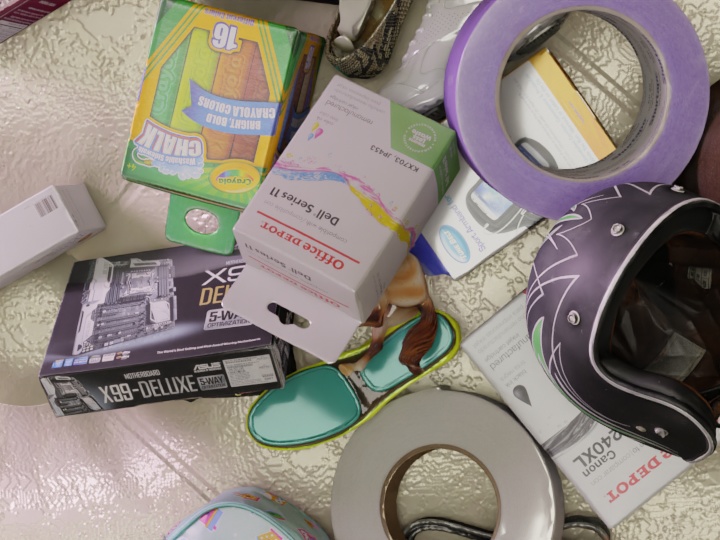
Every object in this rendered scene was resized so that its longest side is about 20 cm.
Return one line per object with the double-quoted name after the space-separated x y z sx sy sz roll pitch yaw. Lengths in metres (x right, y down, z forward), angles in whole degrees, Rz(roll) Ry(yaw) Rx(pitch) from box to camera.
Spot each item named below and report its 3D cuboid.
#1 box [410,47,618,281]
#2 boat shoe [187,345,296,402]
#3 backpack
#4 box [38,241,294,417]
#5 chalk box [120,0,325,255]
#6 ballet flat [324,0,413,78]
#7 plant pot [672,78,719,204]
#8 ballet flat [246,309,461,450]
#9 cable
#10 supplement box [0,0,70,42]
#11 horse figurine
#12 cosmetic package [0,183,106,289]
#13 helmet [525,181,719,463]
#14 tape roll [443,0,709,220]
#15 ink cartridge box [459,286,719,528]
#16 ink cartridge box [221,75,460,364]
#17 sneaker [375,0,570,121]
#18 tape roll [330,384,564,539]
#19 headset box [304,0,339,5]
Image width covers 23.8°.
0.110 -0.082 1.445 0.200 0.041 0.119 -35 88 12 "box"
-0.155 0.086 1.479 0.201 0.074 0.063 -8 121 8 "boat shoe"
-0.112 0.290 1.452 0.176 0.153 0.200 41 92 10 "backpack"
-0.156 0.043 1.438 0.199 0.158 0.050 -8 127 10 "box"
-0.118 -0.115 1.436 0.124 0.124 0.200 14 95 8 "chalk box"
0.023 -0.256 1.426 0.068 0.075 0.200 27 98 25 "ballet flat"
0.337 -0.076 1.326 0.186 0.200 0.187 1 94 10 "plant pot"
-0.002 0.097 1.457 0.200 0.067 0.067 -29 83 2 "ballet flat"
0.132 0.241 1.455 0.200 0.050 0.097 18 99 8 "cable"
-0.296 -0.278 1.475 0.200 0.086 0.111 -29 89 10 "supplement box"
0.000 0.000 1.410 0.132 0.050 0.200 -36 80 -30 "horse figurine"
-0.327 -0.008 1.501 0.200 0.083 0.051 -29 91 11 "cosmetic package"
0.216 0.029 1.270 0.191 0.200 0.200 39 99 4 "helmet"
0.169 -0.141 1.354 0.199 0.085 0.201 -1 99 -4 "tape roll"
0.202 0.090 1.417 0.145 0.083 0.200 -40 86 9 "ink cartridge box"
-0.019 -0.041 1.348 0.117 0.067 0.200 26 71 16 "ink cartridge box"
0.075 -0.194 1.433 0.200 0.078 0.099 -36 81 1 "sneaker"
0.073 0.200 1.448 0.202 0.037 0.203 -1 86 20 "tape roll"
-0.096 -0.270 1.385 0.148 0.200 0.077 8 95 8 "headset box"
